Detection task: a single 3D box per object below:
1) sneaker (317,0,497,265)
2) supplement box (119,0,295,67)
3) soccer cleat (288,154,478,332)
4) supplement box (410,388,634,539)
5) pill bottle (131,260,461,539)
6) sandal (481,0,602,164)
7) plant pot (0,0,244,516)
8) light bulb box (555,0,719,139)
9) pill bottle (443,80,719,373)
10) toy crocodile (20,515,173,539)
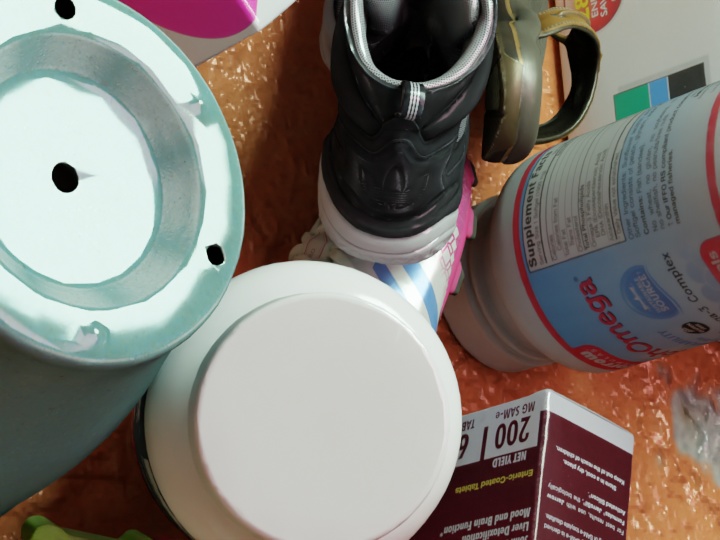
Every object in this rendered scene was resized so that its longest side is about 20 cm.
[{"bbox_3d":[0.024,-0.107,1.153,0.075,0.114,0.201,8,49,-4],"label":"sneaker"},{"bbox_3d":[-0.048,-0.174,1.170,0.101,0.103,0.200,55,48,-12],"label":"supplement box"},{"bbox_3d":[0.000,0.000,1.177,0.086,0.070,0.201,23,61,-37],"label":"soccer cleat"},{"bbox_3d":[0.052,0.162,1.143,0.061,0.109,0.201,28,57,-36],"label":"supplement box"},{"bbox_3d":[-0.025,0.057,1.020,0.119,0.200,0.120,0,86,-8],"label":"pill bottle"},{"bbox_3d":[0.086,-0.096,1.246,0.200,0.054,0.082,-75,167,-76],"label":"sandal"},{"bbox_3d":[-0.145,-0.007,0.944,0.199,0.188,0.201,13,67,-34],"label":"plant pot"},{"bbox_3d":[0.215,-0.069,1.368,0.200,0.125,0.199,10,69,-42],"label":"light bulb box"},{"bbox_3d":[0.131,-0.015,1.214,0.108,0.200,0.109,16,65,-39],"label":"pill bottle"},{"bbox_3d":[-0.044,0.147,1.054,0.200,0.068,0.062,31,83,-8],"label":"toy crocodile"}]
